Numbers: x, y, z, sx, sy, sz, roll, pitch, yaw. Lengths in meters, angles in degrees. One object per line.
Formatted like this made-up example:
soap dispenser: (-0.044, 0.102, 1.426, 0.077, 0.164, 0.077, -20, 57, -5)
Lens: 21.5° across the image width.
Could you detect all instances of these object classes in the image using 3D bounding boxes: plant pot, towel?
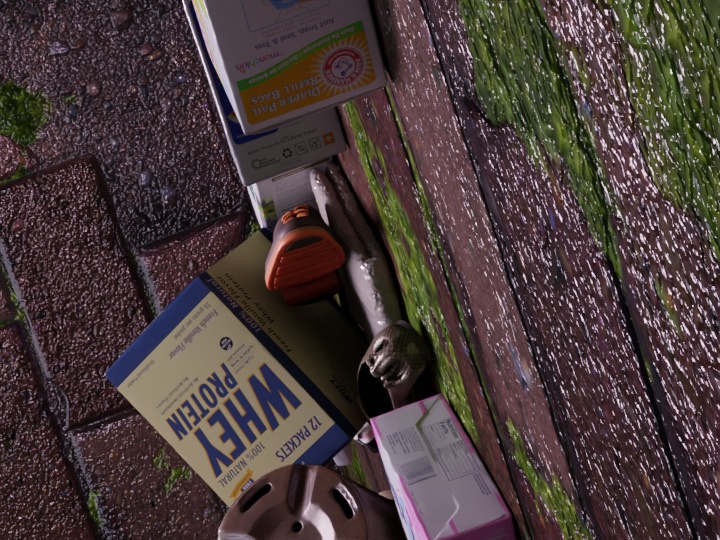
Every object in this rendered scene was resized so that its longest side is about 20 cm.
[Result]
plant pot: (-0.017, 0.268, 1.619, 0.198, 0.199, 0.202, 42, -159, -54)
towel: (0.000, 0.000, 1.683, 0.200, 0.034, 0.134, -118, 9, -58)

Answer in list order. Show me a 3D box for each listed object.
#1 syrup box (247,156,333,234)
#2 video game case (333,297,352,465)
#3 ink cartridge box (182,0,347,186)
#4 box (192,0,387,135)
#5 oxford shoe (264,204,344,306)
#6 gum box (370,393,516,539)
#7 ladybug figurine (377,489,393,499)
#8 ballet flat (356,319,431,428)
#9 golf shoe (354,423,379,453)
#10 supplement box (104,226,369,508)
syrup box: (-0.069, -0.093, 1.814, 0.200, 0.081, 0.079, 80, 168, -69)
video game case: (-0.042, 0.101, 2.199, 0.182, 0.023, 0.202, 67, -164, -61)
ink cartridge box: (-0.084, -0.178, 1.569, 0.037, 0.094, 0.202, -121, 12, -68)
box: (-0.062, -0.206, 1.187, 0.113, 0.100, 0.201, -116, 9, -52)
oxford shoe: (-0.056, -0.023, 1.643, 0.200, 0.070, 0.073, 96, 158, -77)
gum box: (0.069, 0.193, 1.465, 0.200, 0.065, 0.115, -118, 11, -62)
ladybug figurine: (0.069, 0.288, 1.809, 0.136, 0.071, 0.201, 79, 170, -53)
ballet flat: (0.018, 0.096, 1.587, 0.067, 0.046, 0.200, 49, 161, 10)
golf shoe: (-0.002, 0.135, 2.044, 0.093, 0.072, 0.200, 64, -178, 22)
supplement box: (-0.093, 0.095, 1.738, 0.200, 0.134, 0.200, 46, -160, 0)
